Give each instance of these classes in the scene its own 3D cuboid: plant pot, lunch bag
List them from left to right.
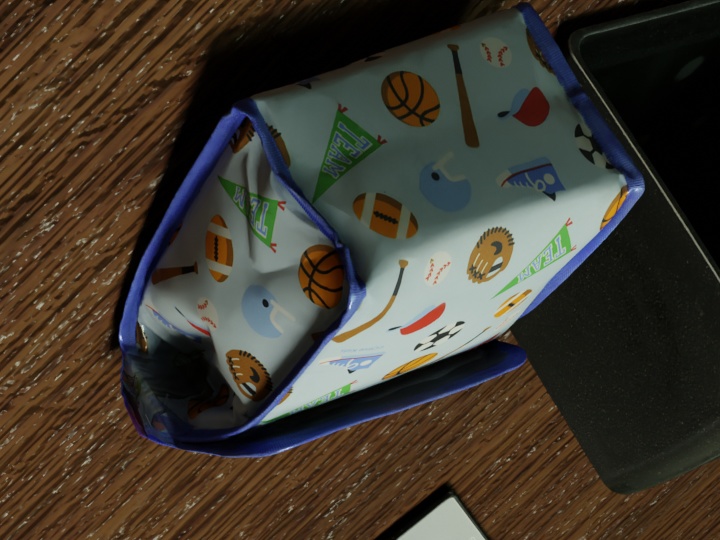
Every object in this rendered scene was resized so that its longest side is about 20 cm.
[{"bbox_3d":[0.000,0.000,1.217,0.169,0.124,0.200,-19,161,-35],"label":"lunch bag"},{"bbox_3d":[0.178,-0.004,1.376,0.199,0.200,0.178,-18,159,-37],"label":"plant pot"}]

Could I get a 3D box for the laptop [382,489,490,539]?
[{"bbox_3d":[0.027,0.257,1.658,0.200,0.116,0.187,-38,155,-2],"label":"laptop"}]
